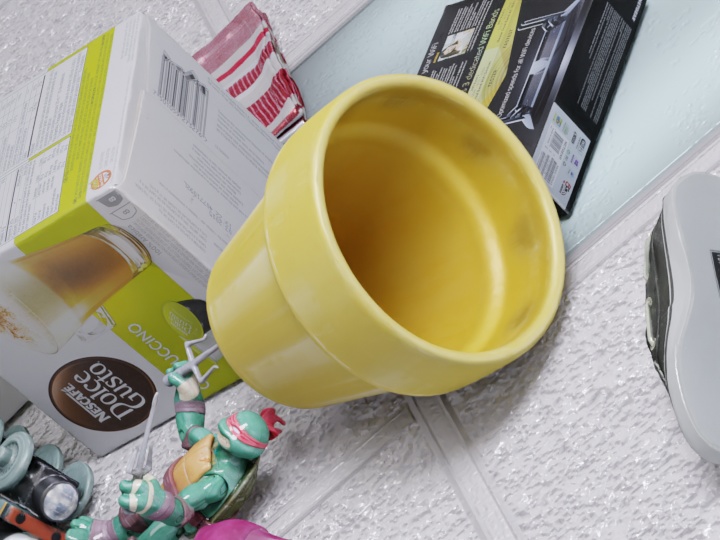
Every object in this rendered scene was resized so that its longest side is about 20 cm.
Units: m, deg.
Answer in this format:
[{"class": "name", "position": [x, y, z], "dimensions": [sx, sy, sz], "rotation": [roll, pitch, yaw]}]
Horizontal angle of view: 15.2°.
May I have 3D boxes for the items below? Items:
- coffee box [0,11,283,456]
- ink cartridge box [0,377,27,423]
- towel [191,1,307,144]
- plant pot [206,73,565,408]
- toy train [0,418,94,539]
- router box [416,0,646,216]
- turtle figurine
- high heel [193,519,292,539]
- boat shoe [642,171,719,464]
[{"class": "coffee box", "position": [-0.178, -0.025, 1.979], "dimensions": [0.197, 0.200, 0.200], "rotation": [-29, 35, 26]}, {"class": "ink cartridge box", "position": [-0.340, 0.084, 2.153], "dimensions": [0.200, 0.084, 0.146], "rotation": [-45, 31, 1]}, {"class": "towel", "position": [-0.118, -0.129, 2.202], "dimensions": [0.144, 0.023, 0.200], "rotation": [-40, 32, 11]}, {"class": "plant pot", "position": [0.000, 0.000, 1.767], "dimensions": [0.189, 0.201, 0.201], "rotation": [-33, 30, 47]}, {"class": "toy train", "position": [-0.274, 0.168, 1.993], "dimensions": [0.200, 0.085, 0.114], "rotation": [22, 83, 55]}, {"class": "router box", "position": [0.101, -0.117, 1.900], "dimensions": [0.157, 0.052, 0.200], "rotation": [-12, 45, 43]}, {"class": "turtle figurine", "position": [-0.124, 0.141, 1.822], "dimensions": [0.200, 0.101, 0.150], "rotation": [-50, 6, 23]}, {"class": "high heel", "position": [-0.113, 0.238, 1.718], "dimensions": [0.096, 0.067, 0.200], "rotation": [6, 52, 40]}, {"class": "boat shoe", "position": [0.204, 0.037, 1.600], "dimensions": [0.064, 0.070, 0.200], "rotation": [120, 158, -48]}]
